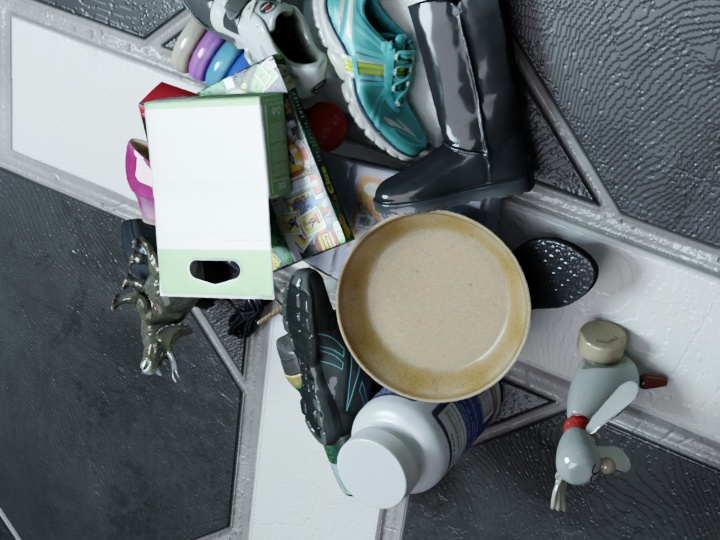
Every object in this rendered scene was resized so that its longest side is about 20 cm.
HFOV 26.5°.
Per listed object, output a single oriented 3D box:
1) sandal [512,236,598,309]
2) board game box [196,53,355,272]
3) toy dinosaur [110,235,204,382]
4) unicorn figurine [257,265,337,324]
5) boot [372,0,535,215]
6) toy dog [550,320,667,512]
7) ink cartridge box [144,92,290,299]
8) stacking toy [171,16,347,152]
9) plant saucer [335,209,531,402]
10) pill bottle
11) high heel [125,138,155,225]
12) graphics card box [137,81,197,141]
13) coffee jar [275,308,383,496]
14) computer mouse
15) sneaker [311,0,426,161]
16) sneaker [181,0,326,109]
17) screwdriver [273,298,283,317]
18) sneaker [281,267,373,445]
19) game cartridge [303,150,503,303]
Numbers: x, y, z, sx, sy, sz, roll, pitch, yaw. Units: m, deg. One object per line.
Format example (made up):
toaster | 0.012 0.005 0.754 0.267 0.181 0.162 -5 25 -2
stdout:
sandal | 0.174 0.009 1.571 0.200 0.045 0.075 -28 92 54
board game box | -0.086 -0.106 1.538 0.105 0.023 0.200 -22 90 33
toy dinosaur | -0.216 0.015 1.718 0.102 0.077 0.200 21 107 -3
unicorn figurine | 0.000 0.000 1.653 0.137 0.074 0.200 29 101 13
boot | 0.076 -0.165 1.487 0.164 0.066 0.200 -11 108 3
toy dog | 0.251 0.143 1.512 0.096 0.200 0.132 8 145 11
ink cartridge box | -0.141 -0.075 1.534 0.145 0.048 0.200 1 101 30
stacking toy | -0.099 -0.195 1.614 0.200 0.085 0.085 36 128 6
plant saucer | 0.075 0.033 1.545 0.200 0.035 0.201 3 104 13
pill bottle | 0.060 0.167 1.618 0.111 0.200 0.111 15 121 26
high heel | -0.153 -0.090 1.598 0.200 0.067 0.096 9 129 25
graphics card box | -0.166 -0.105 1.682 0.125 0.051 0.200 20 142 23
coffee jar | -0.014 0.146 1.717 0.200 0.104 0.085 65 173 -12
computer mouse | -0.195 0.005 1.756 0.200 0.046 0.140 39 147 -4
sneaker | 0.020 -0.204 1.536 0.080 0.078 0.200 -19 105 26
sneaker | -0.104 -0.261 1.556 0.200 0.074 0.089 43 152 4
screwdriver | -0.102 0.035 1.763 0.200 0.028 0.029 45 101 1
sneaker | -0.032 0.085 1.630 0.075 0.079 0.200 33 137 59
game cartridge | 0.038 -0.038 1.582 0.200 0.042 0.133 13 96 12
